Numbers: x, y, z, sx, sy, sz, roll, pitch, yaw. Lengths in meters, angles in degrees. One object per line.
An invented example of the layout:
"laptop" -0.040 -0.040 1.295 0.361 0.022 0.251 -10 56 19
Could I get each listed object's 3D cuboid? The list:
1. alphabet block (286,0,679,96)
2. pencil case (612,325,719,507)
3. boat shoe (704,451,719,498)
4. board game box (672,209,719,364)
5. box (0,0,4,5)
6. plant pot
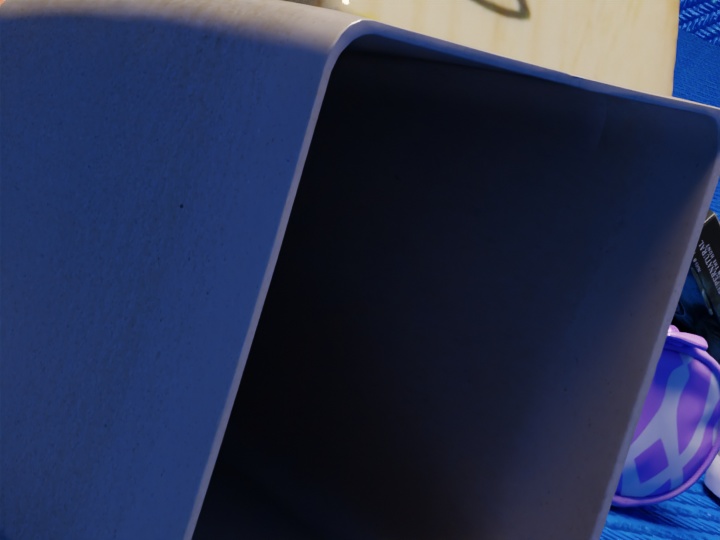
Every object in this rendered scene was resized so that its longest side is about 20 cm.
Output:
"alphabet block" 0.032 -0.141 1.265 0.194 0.201 0.196 18 -27 -22
"pencil case" 0.096 0.031 1.155 0.083 0.086 0.200 19 15 -26
"boat shoe" 0.244 0.112 1.133 0.200 0.067 0.070 34 16 36
"board game box" 0.143 -0.021 1.413 0.200 0.028 0.136 38 -16 47
"box" -0.135 -0.036 0.982 0.124 0.098 0.200 11 18 -43
"plant pot" -0.032 0.009 0.815 0.176 0.201 0.199 24 10 39
